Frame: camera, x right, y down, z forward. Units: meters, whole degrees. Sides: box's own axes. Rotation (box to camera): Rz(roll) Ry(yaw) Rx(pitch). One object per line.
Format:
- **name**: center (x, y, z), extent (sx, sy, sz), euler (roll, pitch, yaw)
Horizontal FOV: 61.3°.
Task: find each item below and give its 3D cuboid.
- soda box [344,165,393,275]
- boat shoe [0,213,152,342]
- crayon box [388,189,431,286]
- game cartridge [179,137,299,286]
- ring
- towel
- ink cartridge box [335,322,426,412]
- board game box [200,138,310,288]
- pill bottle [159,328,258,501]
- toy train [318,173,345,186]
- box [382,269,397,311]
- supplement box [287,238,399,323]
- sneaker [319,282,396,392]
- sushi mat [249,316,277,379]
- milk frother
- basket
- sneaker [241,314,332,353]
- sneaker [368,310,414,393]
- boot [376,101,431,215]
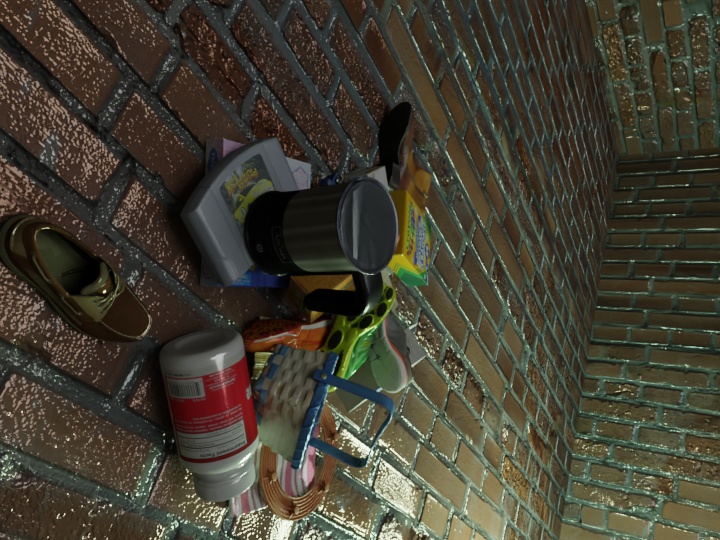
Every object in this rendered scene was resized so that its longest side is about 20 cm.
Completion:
- **soda box**: center (0.022, -0.091, 1.168), extent (0.068, 0.062, 0.207), euler (-32, 117, -51)
- **boat shoe**: center (-0.303, 0.018, 0.670), extent (0.201, 0.072, 0.077), euler (51, 51, -44)
- **crayon box**: center (0.083, -0.063, 1.155), extent (0.200, 0.050, 0.130), euler (41, 50, -59)
- **game cartridge**: center (-0.158, -0.094, 0.848), extent (0.201, 0.040, 0.136), euler (-53, 128, -39)
- **ring**: center (-0.093, 0.304, 1.002), extent (0.198, 0.019, 0.208), euler (7, 82, -56)
- **towel**: center (-0.131, 0.303, 0.981), extent (0.198, 0.029, 0.152), euler (14, 79, -56)
- **ink cartridge box**: center (0.047, 0.180, 1.159), extent (0.069, 0.115, 0.198), euler (54, 35, 10)
- **board game box**: center (-0.153, -0.077, 0.922), extent (0.198, 0.040, 0.207), euler (2, 89, -57)
- **pill bottle**: center (-0.195, 0.191, 0.807), extent (0.111, 0.109, 0.207), euler (-24, 112, -53)
- **toy train**: center (-0.074, -0.087, 0.979), extent (0.046, 0.033, 0.203), euler (49, 52, -31)
- **box**: center (0.000, 0.000, 1.124), extent (0.069, 0.080, 0.204), euler (-48, 128, -41)
- **supplement box**: center (-0.026, -0.007, 0.975), extent (0.199, 0.068, 0.067), euler (-40, 162, -32)
- **sneaker**: center (-0.012, 0.106, 1.003), extent (0.203, 0.073, 0.084), euler (-55, 163, -4)
- **sushi mat**: center (-0.111, 0.136, 1.020), extent (0.198, 0.012, 0.099), euler (17, 76, -55)
- **milk frother**: center (-0.021, -0.058, 0.840), extent (0.201, 0.184, 0.183), euler (-53, 126, -34)
- **basket**: center (-0.059, 0.204, 0.883), extent (0.140, 0.195, 0.179), euler (-60, 175, -48)
- **sneaker**: center (-0.109, 0.114, 0.952), extent (0.197, 0.071, 0.080), euler (0, 100, -53)
- **sneaker**: center (0.041, 0.111, 1.062), extent (0.081, 0.076, 0.206), euler (5, 64, -55)
- **boot**: center (0.113, -0.232, 1.297), extent (0.198, 0.067, 0.195), euler (21, 74, -56)
